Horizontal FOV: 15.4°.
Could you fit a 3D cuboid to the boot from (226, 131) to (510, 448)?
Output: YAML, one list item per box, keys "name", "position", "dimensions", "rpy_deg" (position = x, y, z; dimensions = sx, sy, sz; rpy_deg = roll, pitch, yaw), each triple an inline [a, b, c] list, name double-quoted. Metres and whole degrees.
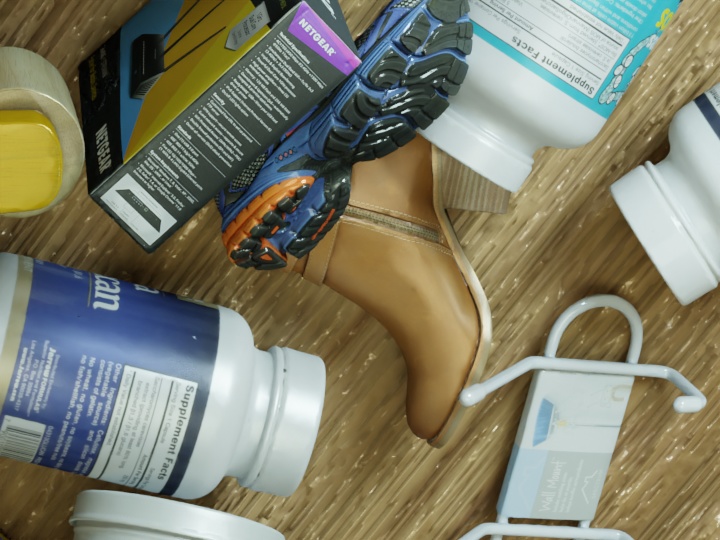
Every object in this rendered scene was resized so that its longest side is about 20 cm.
- name: "boot"
  position: [0.000, 0.000, 1.529]
  dimensions: [0.154, 0.077, 0.201]
  rpy_deg: [5, 109, -10]

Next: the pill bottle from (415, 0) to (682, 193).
- name: "pill bottle"
  position: [0.109, -0.144, 1.453]
  dimensions: [0.110, 0.111, 0.201]
  rpy_deg: [31, 97, -17]

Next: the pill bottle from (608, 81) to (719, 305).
- name: "pill bottle"
  position: [0.245, -0.068, 1.513]
  dimensions: [0.199, 0.111, 0.111]
  rpy_deg: [-34, 112, 8]

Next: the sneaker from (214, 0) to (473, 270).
- name: "sneaker"
  position: [-0.020, -0.090, 1.426]
  dimensions: [0.200, 0.079, 0.075]
  rpy_deg: [-45, 151, 24]

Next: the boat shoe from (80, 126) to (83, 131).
- name: "boat shoe"
  position: [-0.246, -0.057, 1.461]
  dimensions: [0.199, 0.073, 0.063]
  rpy_deg: [-27, 101, -23]

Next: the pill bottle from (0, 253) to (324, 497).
- name: "pill bottle"
  position: [-0.126, 0.066, 1.517]
  dimensions: [0.199, 0.111, 0.112]
  rpy_deg: [15, 110, -12]

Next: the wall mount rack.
- name: "wall mount rack"
  position: [0.109, 0.116, 1.578]
  dimensions: [0.173, 0.075, 0.201]
  rpy_deg: [4, 112, -25]

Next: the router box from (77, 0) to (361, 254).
- name: "router box"
  position: [-0.079, -0.108, 1.411]
  dimensions: [0.149, 0.200, 0.051]
  rpy_deg: [-41, 112, 10]

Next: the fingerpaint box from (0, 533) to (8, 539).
- name: "fingerpaint box"
  position: [-0.254, 0.241, 1.601]
  dimensions: [0.167, 0.073, 0.200]
  rpy_deg: [-42, 113, 11]

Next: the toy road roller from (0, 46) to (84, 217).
- name: "toy road roller"
  position: [-0.241, -0.108, 1.355]
  dimensions: [0.199, 0.123, 0.147]
  rpy_deg: [-1, 111, -12]

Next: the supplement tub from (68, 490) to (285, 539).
- name: "supplement tub"
  position: [-0.121, 0.236, 1.500]
  dimensions: [0.139, 0.140, 0.201]
  rpy_deg: [15, 77, -12]
